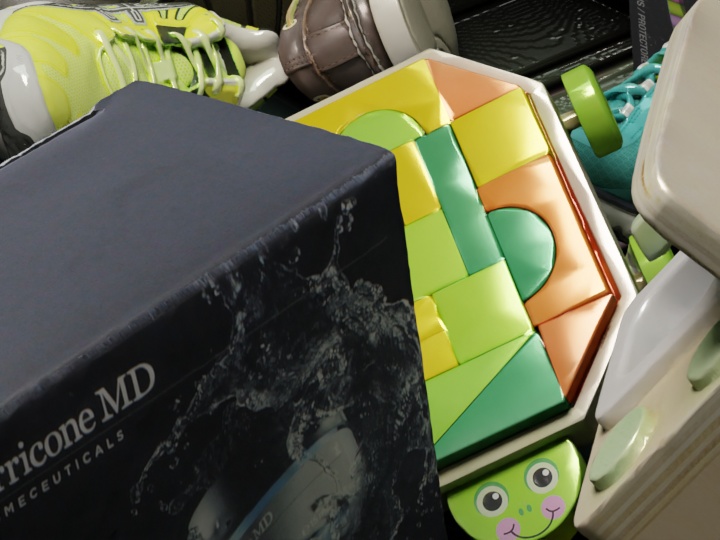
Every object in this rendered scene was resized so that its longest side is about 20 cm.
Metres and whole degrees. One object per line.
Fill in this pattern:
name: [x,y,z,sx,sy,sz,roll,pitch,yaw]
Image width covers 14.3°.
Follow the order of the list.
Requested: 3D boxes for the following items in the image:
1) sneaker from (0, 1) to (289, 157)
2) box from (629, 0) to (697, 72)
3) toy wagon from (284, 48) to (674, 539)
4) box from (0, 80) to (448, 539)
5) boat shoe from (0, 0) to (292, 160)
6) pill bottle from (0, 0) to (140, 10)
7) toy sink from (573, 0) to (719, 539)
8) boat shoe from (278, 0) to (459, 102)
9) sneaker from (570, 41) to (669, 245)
sneaker: [-0.092,-0.083,1.165,0.076,0.076,0.200,-18,3,19]
box: [0.216,-0.116,1.215,0.106,0.123,0.200,-27,33,-31]
toy wagon: [0.035,0.020,0.992,0.155,0.040,0.201,-25,62,8]
box: [-0.080,0.079,0.864,0.117,0.201,0.196,17,38,38]
boat shoe: [-0.104,-0.115,1.352,0.068,0.075,0.200,25,44,37]
pill bottle: [-0.157,-0.153,1.262,0.199,0.113,0.112,-6,22,48]
toy sink: [0.140,0.037,0.876,0.200,0.112,0.131,36,31,-9]
boat shoe: [0.006,-0.110,1.292,0.059,0.072,0.200,-21,7,10]
sneaker: [0.114,-0.059,1.112,0.077,0.080,0.199,35,25,34]
